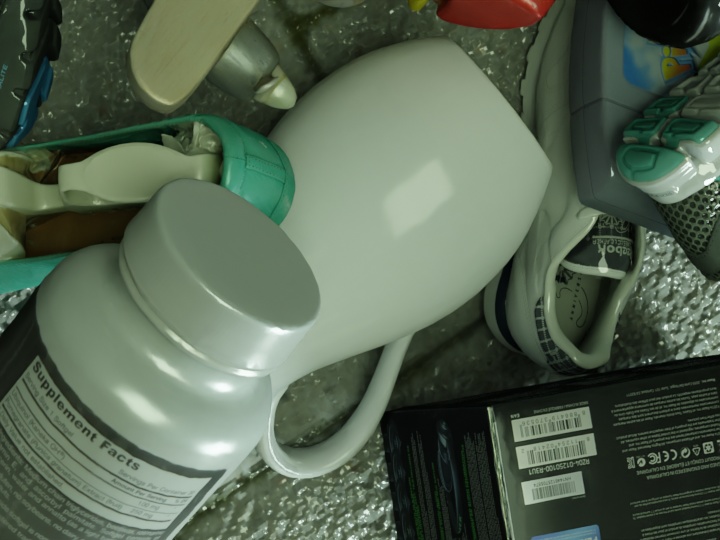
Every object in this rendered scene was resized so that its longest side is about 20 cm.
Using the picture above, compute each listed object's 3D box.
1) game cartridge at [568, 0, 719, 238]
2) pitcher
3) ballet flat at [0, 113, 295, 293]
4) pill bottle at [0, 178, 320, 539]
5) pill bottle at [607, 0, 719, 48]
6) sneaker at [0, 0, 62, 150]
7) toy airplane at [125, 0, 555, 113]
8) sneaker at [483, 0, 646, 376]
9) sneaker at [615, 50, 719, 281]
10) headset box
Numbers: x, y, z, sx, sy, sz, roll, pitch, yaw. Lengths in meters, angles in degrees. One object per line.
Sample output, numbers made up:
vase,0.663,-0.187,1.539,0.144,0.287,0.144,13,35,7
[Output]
game cartridge,0.166,-0.113,0.977,0.132,0.040,0.202,16,71,-18
pitcher,0.000,0.000,0.962,0.200,0.121,0.172,-40,135,2
ballet flat,-0.128,-0.034,0.887,0.198,0.070,0.068,-9,70,18
pill bottle,-0.106,0.060,0.842,0.110,0.111,0.200,32,117,-20
pill bottle,0.201,-0.186,0.919,0.199,0.112,0.113,-25,108,-21
sneaker,-0.151,-0.152,0.832,0.081,0.073,0.202,18,104,-2
toy airplane,-0.023,-0.170,0.910,0.198,0.141,0.201,-14,65,-5
sneaker,0.117,-0.048,0.994,0.076,0.080,0.202,7,95,-14
sneaker,0.202,-0.068,0.935,0.200,0.077,0.092,-38,111,-24
headset box,0.116,0.096,0.968,0.172,0.200,0.094,-8,88,-16
